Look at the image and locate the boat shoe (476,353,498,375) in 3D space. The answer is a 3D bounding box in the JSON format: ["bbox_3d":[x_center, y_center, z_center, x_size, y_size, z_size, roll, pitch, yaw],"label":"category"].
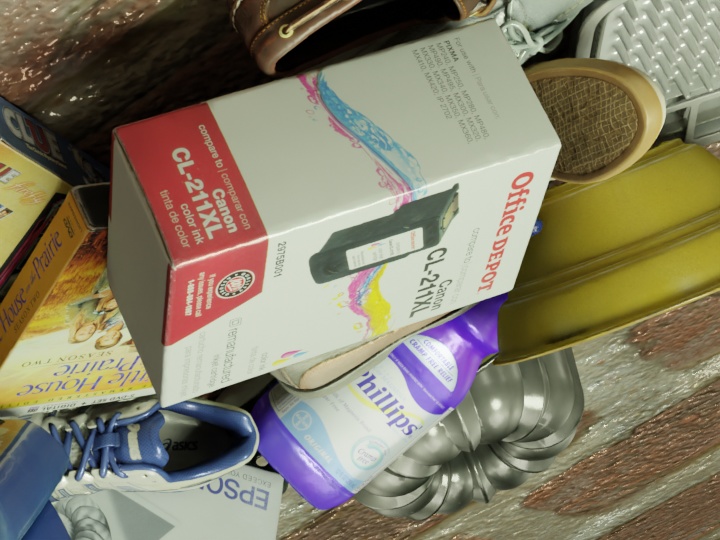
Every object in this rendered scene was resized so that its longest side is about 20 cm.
[{"bbox_3d":[0.102,0.028,1.474,0.201,0.066,0.072,-29,154,14],"label":"boat shoe"}]

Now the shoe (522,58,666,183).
[{"bbox_3d":[0.103,-0.081,1.210,0.053,0.070,0.200,-34,-170,-29],"label":"shoe"}]

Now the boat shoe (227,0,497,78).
[{"bbox_3d":[0.034,-0.145,1.078,0.200,0.070,0.070,-22,149,-6],"label":"boat shoe"}]

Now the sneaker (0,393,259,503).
[{"bbox_3d":[-0.155,0.098,1.323,0.200,0.075,0.088,-6,173,-30],"label":"sneaker"}]

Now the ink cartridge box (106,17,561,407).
[{"bbox_3d":[-0.016,-0.028,1.096,0.200,0.083,0.146,-18,153,-17],"label":"ink cartridge box"}]

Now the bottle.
[{"bbox_3d":[0.026,0.057,1.378,0.200,0.065,0.084,-41,110,7],"label":"bottle"}]

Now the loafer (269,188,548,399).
[{"bbox_3d":[0.025,0.000,1.317,0.200,0.072,0.063,-39,153,2],"label":"loafer"}]

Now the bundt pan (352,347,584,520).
[{"bbox_3d":[0.072,0.114,1.608,0.202,0.076,0.202,-19,154,-10],"label":"bundt pan"}]

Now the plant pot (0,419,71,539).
[{"bbox_3d":[-0.246,0.182,1.191,0.200,0.180,0.200,-2,-171,3],"label":"plant pot"}]

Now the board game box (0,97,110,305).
[{"bbox_3d":[-0.194,-0.017,1.183,0.135,0.035,0.200,-29,154,13],"label":"board game box"}]

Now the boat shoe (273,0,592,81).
[{"bbox_3d":[0.047,-0.110,1.161,0.202,0.065,0.074,-28,154,12],"label":"boat shoe"}]

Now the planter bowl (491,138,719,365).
[{"bbox_3d":[0.152,-0.021,1.266,0.200,0.084,0.200,-22,180,0],"label":"planter bowl"}]

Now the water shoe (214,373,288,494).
[{"bbox_3d":[-0.017,0.077,1.457,0.071,0.079,0.200,5,143,-44],"label":"water shoe"}]

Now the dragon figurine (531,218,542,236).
[{"bbox_3d":[0.000,0.000,1.243,0.200,0.059,0.099,-25,-175,-2],"label":"dragon figurine"}]

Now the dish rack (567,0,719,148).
[{"bbox_3d":[0.187,-0.132,1.256,0.172,0.044,0.200,-18,155,-9],"label":"dish rack"}]

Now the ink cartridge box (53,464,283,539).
[{"bbox_3d":[-0.151,0.194,1.370,0.199,0.200,0.041,19,153,-24],"label":"ink cartridge box"}]

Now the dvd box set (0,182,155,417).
[{"bbox_3d":[-0.123,0.014,1.221,0.146,0.029,0.200,-7,152,-35],"label":"dvd box set"}]
